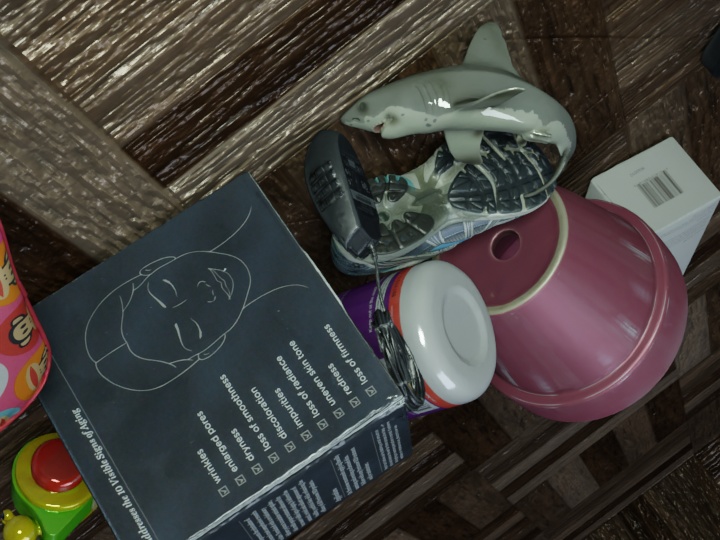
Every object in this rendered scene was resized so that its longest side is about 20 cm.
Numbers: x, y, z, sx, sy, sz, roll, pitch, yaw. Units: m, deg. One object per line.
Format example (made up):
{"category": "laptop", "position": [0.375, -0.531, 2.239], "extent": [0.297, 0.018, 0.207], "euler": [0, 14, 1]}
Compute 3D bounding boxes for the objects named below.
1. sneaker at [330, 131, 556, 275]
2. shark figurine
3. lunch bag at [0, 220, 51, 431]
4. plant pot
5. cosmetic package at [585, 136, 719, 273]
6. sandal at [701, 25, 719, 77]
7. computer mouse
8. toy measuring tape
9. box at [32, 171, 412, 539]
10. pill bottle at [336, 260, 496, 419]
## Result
{"category": "sneaker", "position": [0.060, -0.051, 1.048], "extent": [0.198, 0.078, 0.086], "euler": [-18, 163, -22]}
{"category": "shark figurine", "position": [0.104, -0.126, 0.941], "extent": [0.213, 0.091, 0.128], "euler": [10, 158, -38]}
{"category": "lunch bag", "position": [-0.260, 0.043, 0.695], "extent": [0.176, 0.082, 0.201], "euler": [-42, 151, -28]}
{"category": "plant pot", "position": [0.158, 0.010, 1.150], "extent": [0.200, 0.201, 0.179], "euler": [-41, 139, 12]}
{"category": "cosmetic package", "position": [0.276, -0.027, 1.346], "extent": [0.107, 0.085, 0.201], "euler": [-27, 155, -19]}
{"category": "sandal", "position": [0.356, -0.235, 1.128], "extent": [0.076, 0.043, 0.201], "euler": [-25, 154, -24]}
{"category": "computer mouse", "position": [0.000, 0.000, 0.897], "extent": [0.034, 0.202, 0.059], "euler": [-20, 165, 15]}
{"category": "toy measuring tape", "position": [-0.212, 0.138, 1.038], "extent": [0.200, 0.073, 0.074], "euler": [-48, 167, -39]}
{"category": "box", "position": [-0.099, 0.081, 0.889], "extent": [0.195, 0.201, 0.124], "euler": [-32, 157, -10]}
{"category": "pill bottle", "position": [0.002, 0.071, 1.064], "extent": [0.199, 0.114, 0.112], "euler": [-20, 167, 33]}
